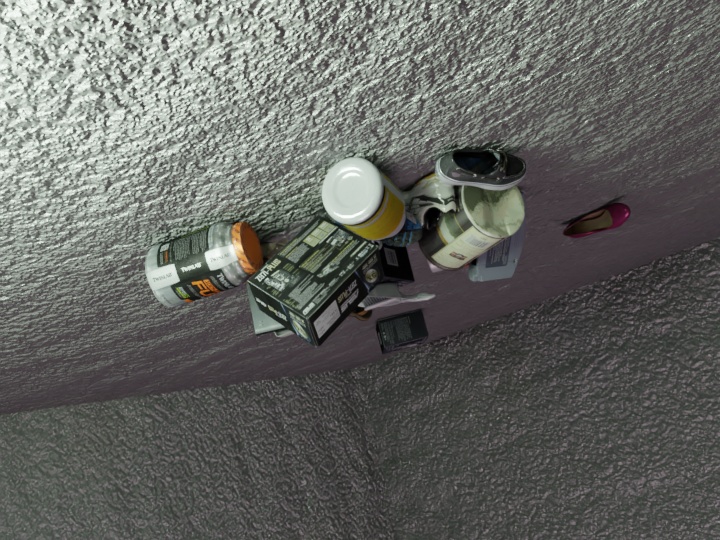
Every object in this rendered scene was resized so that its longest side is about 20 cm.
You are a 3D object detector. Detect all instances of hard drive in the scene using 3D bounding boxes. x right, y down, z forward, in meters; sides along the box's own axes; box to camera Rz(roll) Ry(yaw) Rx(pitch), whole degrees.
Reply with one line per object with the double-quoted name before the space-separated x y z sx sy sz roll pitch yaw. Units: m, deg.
"hard drive" -0.178 0.071 1.603 0.195 0.143 0.033 -12 163 -7

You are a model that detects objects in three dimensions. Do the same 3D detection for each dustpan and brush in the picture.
"dustpan and brush" 0.072 0.061 1.472 0.195 0.059 0.140 -16 166 2

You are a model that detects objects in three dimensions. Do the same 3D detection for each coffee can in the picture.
"coffee can" 0.224 -0.102 1.329 0.143 0.150 0.200 -7 164 -26

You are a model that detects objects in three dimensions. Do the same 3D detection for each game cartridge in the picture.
"game cartridge" 0.315 -0.079 1.463 0.131 0.205 0.041 -8 -158 -31

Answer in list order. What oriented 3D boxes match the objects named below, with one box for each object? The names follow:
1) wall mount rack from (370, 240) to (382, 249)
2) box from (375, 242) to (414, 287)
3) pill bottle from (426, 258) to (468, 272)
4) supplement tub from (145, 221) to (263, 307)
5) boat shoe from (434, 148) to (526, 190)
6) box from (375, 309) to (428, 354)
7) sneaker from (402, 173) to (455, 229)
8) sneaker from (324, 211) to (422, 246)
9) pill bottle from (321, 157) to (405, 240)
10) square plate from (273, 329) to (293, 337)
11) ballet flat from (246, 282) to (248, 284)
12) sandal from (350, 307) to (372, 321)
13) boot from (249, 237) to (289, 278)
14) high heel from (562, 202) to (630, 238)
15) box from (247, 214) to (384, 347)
"wall mount rack" -0.054 -0.016 1.316 0.196 0.076 0.174 6 -144 24
"box" 0.000 0.000 1.506 0.179 0.107 0.199 -21 165 28
"pill bottle" 0.258 -0.067 1.569 0.196 0.112 0.109 -18 165 14
"supplement tub" -0.290 -0.015 1.203 0.196 0.125 0.122 -18 165 13
"boat shoe" 0.231 -0.194 1.168 0.195 0.072 0.066 1 163 -23
"box" 0.173 0.261 2.709 0.192 0.127 0.200 -15 166 -4
"sneaker" 0.110 -0.117 1.284 0.074 0.090 0.199 -5 165 -38
"sneaker" 0.031 -0.094 1.285 0.195 0.077 0.087 11 -177 12
"pill bottle" 0.016 -0.117 1.136 0.110 0.115 0.199 -18 165 17
"square plate" -0.154 0.103 1.686 0.196 0.029 0.198 -17 -149 -18
"ballet flat" -0.242 0.006 1.474 0.069 0.072 0.200 -16 166 11
"sandal" -0.010 0.116 2.107 0.054 0.081 0.199 -41 153 17
"boot" -0.212 -0.004 1.279 0.199 0.071 0.145 -36 -148 -25
"high heel" 0.659 -0.132 1.793 0.094 0.069 0.200 -20 172 -23
"box" -0.080 0.015 1.188 0.200 0.162 0.087 -46 144 -26
